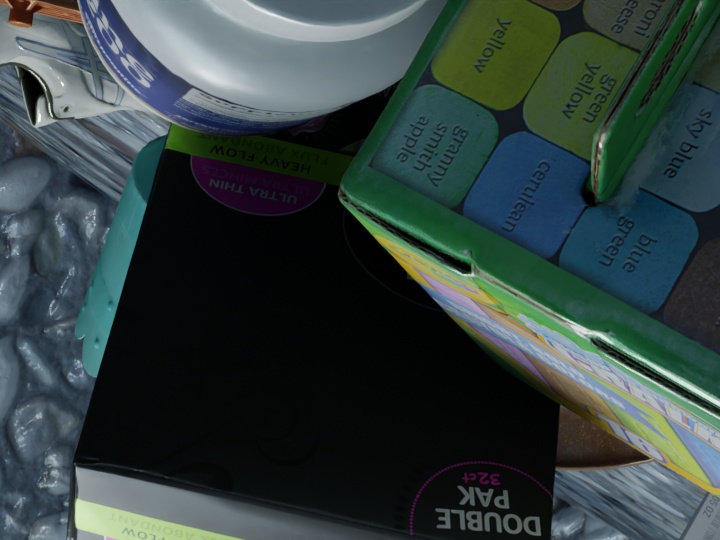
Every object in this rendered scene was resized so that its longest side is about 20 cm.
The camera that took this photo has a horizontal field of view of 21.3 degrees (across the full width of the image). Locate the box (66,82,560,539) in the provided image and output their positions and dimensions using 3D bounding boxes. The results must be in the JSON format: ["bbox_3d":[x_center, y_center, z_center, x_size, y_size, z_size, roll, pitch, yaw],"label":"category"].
[{"bbox_3d":[-0.011,0.042,0.657,0.147,0.201,0.125,12,136,-1],"label":"box"}]

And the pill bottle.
[{"bbox_3d":[-0.025,-0.099,0.553,0.111,0.111,0.200,34,174,-9],"label":"pill bottle"}]

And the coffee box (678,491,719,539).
[{"bbox_3d":[0.320,0.290,1.504,0.197,0.201,0.200,31,174,11],"label":"coffee box"}]

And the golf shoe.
[{"bbox_3d":[-0.185,-0.131,1.277,0.078,0.098,0.200,25,172,45],"label":"golf shoe"}]

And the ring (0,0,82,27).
[{"bbox_3d":[-0.122,-0.129,0.932,0.198,0.019,0.200,10,177,0],"label":"ring"}]

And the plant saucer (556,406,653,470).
[{"bbox_3d":[0.109,0.046,1.038,0.198,0.037,0.201,4,146,3],"label":"plant saucer"}]

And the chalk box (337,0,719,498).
[{"bbox_3d":[0.085,-0.027,0.491,0.123,0.125,0.200,30,173,26],"label":"chalk box"}]

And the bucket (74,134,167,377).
[{"bbox_3d":[-0.088,0.006,1.320,0.205,0.136,0.208,16,-150,-9],"label":"bucket"}]
